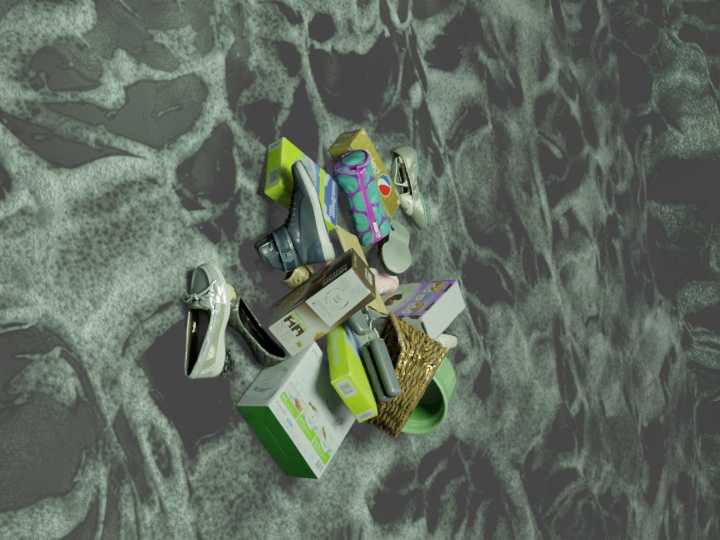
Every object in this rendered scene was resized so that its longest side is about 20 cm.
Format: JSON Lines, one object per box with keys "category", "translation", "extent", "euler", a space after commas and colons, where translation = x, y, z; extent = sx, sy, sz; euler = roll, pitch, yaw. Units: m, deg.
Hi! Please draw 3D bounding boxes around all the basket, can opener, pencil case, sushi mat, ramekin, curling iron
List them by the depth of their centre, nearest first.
{"category": "curling iron", "translation": [-0.262, 0.095, 1.551], "extent": [0.050, 0.025, 0.202], "euler": [-7, 86, -72]}
{"category": "can opener", "translation": [0.014, 0.155, 1.640], "extent": [0.066, 0.053, 0.202], "euler": [2, 59, -42]}
{"category": "basket", "translation": [0.060, 0.214, 1.716], "extent": [0.201, 0.148, 0.143], "euler": [-62, 170, 25]}
{"category": "sushi mat", "translation": [0.000, 0.000, 1.760], "extent": [0.096, 0.012, 0.201], "euler": [32, 33, -58]}
{"category": "pencil case", "translation": [0.006, -0.154, 1.828], "extent": [0.084, 0.093, 0.201], "euler": [-26, 125, -9]}
{"category": "ramekin", "translation": [0.112, 0.248, 1.864], "extent": [0.098, 0.198, 0.202], "euler": [-47, 121, -51]}

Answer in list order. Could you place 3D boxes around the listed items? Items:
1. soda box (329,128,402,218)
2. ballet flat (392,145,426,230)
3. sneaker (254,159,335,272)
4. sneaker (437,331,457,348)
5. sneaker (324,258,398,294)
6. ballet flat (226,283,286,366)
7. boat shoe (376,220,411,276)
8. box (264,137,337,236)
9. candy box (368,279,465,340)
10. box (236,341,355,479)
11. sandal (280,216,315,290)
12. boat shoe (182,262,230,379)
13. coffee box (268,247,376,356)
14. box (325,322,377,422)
{"category": "soda box", "translation": [0.014, -0.210, 1.893], "extent": [0.201, 0.064, 0.068], "euler": [58, 45, -28]}
{"category": "ballet flat", "translation": [0.109, -0.192, 2.023], "extent": [0.063, 0.067, 0.202], "euler": [-10, 94, -23]}
{"category": "sneaker", "translation": [-0.141, -0.096, 1.621], "extent": [0.077, 0.145, 0.204], "euler": [-118, -167, -73]}
{"category": "sneaker", "translation": [0.156, 0.184, 2.034], "extent": [0.199, 0.070, 0.094], "euler": [12, 94, -52]}
{"category": "sneaker", "translation": [0.004, 0.047, 1.831], "extent": [0.199, 0.075, 0.106], "euler": [17, 58, -41]}
{"category": "ballet flat", "translation": [-0.203, 0.097, 1.588], "extent": [0.201, 0.056, 0.067], "euler": [59, 28, -31]}
{"category": "boat shoe", "translation": [0.070, -0.036, 1.887], "extent": [0.075, 0.061, 0.201], "euler": [32, 29, -8]}
{"category": "box", "translation": [-0.110, -0.163, 1.729], "extent": [0.200, 0.047, 0.123], "euler": [36, 44, -42]}
{"category": "candy box", "translation": [0.101, 0.093, 1.857], "extent": [0.168, 0.198, 0.072], "euler": [-40, 116, -46]}
{"category": "box", "translation": [-0.114, 0.268, 1.654], "extent": [0.201, 0.096, 0.177], "euler": [59, 45, -27]}
{"category": "sandal", "translation": [-0.131, 0.002, 1.706], "extent": [0.069, 0.078, 0.214], "euler": [-19, 94, -17]}
{"category": "boat shoe", "translation": [-0.276, 0.088, 1.496], "extent": [0.064, 0.074, 0.205], "euler": [3, 90, -55]}
{"category": "coffee box", "translation": [-0.071, 0.059, 1.622], "extent": [0.080, 0.199, 0.115], "euler": [51, 14, -18]}
{"category": "box", "translation": [-0.020, 0.182, 1.667], "extent": [0.122, 0.047, 0.201], "euler": [58, 13, -33]}
